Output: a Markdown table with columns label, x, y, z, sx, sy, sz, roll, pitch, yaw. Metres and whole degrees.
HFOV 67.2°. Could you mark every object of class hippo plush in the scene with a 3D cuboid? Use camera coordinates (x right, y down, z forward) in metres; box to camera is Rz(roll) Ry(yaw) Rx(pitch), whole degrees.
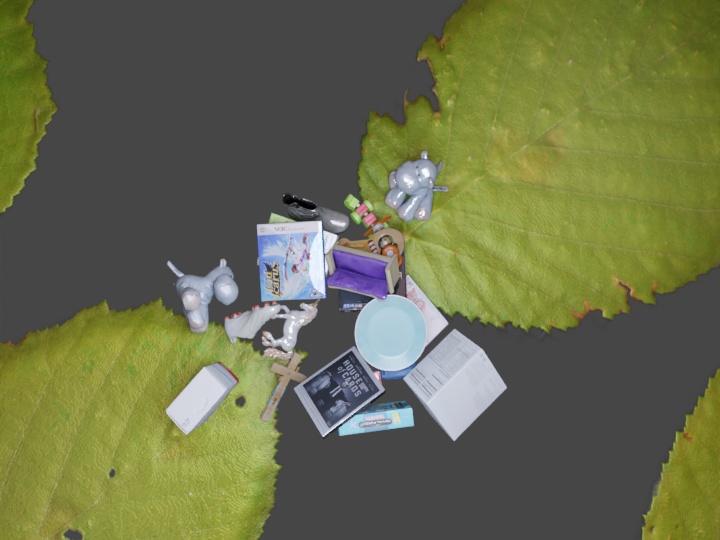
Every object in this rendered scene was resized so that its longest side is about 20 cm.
| label | x | y | z | sx | sy | sz | roll | pitch | yaw |
| --- | --- | --- | --- | --- | --- | --- | --- | --- | --- |
| hippo plush | -0.416 | 0.066 | 1.493 | 0.157 | 0.164 | 0.200 | -20 | 41 | -22 |
| hippo plush | 0.166 | -0.231 | 1.513 | 0.192 | 0.161 | 0.166 | -12 | 83 | -4 |

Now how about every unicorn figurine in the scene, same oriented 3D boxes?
| label | x | y | z | sx | sy | sz | roll | pitch | yaw |
| --- | --- | --- | --- | --- | --- | --- | --- | --- | --- |
| unicorn figurine | -0.198 | 0.151 | 1.513 | 0.133 | 0.074 | 0.207 | 15 | 99 | -1 |

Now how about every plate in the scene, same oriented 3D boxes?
| label | x | y | z | sx | sy | sz | roll | pitch | yaw |
| --- | --- | --- | --- | --- | --- | --- | --- | --- | --- |
| plate | 0.080 | 0.163 | 1.436 | 0.192 | 0.026 | 0.208 | 0 | 100 | 2 |

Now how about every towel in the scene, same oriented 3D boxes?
| label | x | y | z | sx | sy | sz | roll | pitch | yaw |
| --- | --- | --- | --- | --- | --- | --- | --- | --- | --- |
| towel | 0.096 | 0.193 | 1.478 | 0.107 | 0.049 | 0.208 | -6 | 99 | 3 |

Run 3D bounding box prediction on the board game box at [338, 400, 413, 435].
| label | x | y | z | sx | sy | sz | roll | pitch | yaw |
| --- | --- | --- | --- | --- | --- | --- | --- | --- | --- |
| board game box | 0.036 | 0.392 | 1.446 | 0.192 | 0.151 | 0.049 | -6 | 84 | -3 |

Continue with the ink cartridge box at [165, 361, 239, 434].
| label | x | y | z | sx | sy | sz | roll | pitch | yaw |
| --- | --- | --- | --- | --- | --- | --- | --- | --- | --- |
| ink cartridge box | -0.404 | 0.325 | 1.411 | 0.085 | 0.200 | 0.148 | 41 | 83 | 3 |

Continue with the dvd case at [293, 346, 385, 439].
| label | x | y | z | sx | sy | sz | roll | pitch | yaw |
| --- | --- | --- | --- | --- | --- | --- | --- | --- | --- |
| dvd case | -0.054 | 0.309 | 1.394 | 0.197 | 0.025 | 0.151 | -33 | 62 | -15 |

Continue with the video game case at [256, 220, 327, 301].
| label | x | y | z | sx | sy | sz | roll | pitch | yaw |
| --- | --- | --- | --- | --- | --- | --- | --- | --- | --- |
| video game case | -0.183 | -0.026 | 1.452 | 0.174 | 0.045 | 0.209 | -3 | 94 | 2 |

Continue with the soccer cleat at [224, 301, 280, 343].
| label | x | y | z | sx | sy | sz | roll | pitch | yaw |
| --- | --- | --- | --- | --- | --- | --- | --- | --- | --- |
| soccer cleat | -0.290 | 0.141 | 1.480 | 0.195 | 0.069 | 0.080 | -20 | 88 | 27 |

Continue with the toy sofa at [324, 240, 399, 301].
| label | x | y | z | sx | sy | sz | roll | pitch | yaw |
| --- | --- | --- | --- | --- | --- | --- | --- | --- | --- |
| toy sofa | 0.000 | 0.000 | 1.428 | 0.194 | 0.085 | 0.099 | 14 | 49 | 25 |

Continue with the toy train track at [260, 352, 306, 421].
| label | x | y | z | sx | sy | sz | roll | pitch | yaw |
| --- | --- | --- | --- | --- | --- | --- | --- | --- | --- |
| toy train track | -0.222 | 0.318 | 1.502 | 0.113 | 0.032 | 0.205 | 28 | 89 | -31 |

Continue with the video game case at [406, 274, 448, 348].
| label | x | y | z | sx | sy | sz | roll | pitch | yaw |
| --- | --- | --- | --- | --- | --- | --- | --- | --- | --- |
| video game case | 0.123 | 0.149 | 1.542 | 0.199 | 0.024 | 0.183 | -42 | 87 | -7 |

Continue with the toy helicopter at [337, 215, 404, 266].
| label | x | y | z | sx | sy | sz | roll | pitch | yaw |
| --- | --- | --- | --- | --- | --- | --- | --- | --- | --- |
| toy helicopter | 0.027 | -0.078 | 1.494 | 0.192 | 0.079 | 0.138 | -2 | 78 | 15 |

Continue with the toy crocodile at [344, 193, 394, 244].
| label | x | y | z | sx | sy | sz | roll | pitch | yaw |
| --- | --- | --- | --- | --- | --- | --- | --- | --- | --- |
| toy crocodile | 0.030 | -0.138 | 1.553 | 0.067 | 0.062 | 0.201 | -39 | 87 | -6 |

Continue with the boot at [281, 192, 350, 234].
| label | x | y | z | sx | sy | sz | roll | pitch | yaw |
| --- | --- | --- | --- | --- | --- | --- | --- | --- | --- |
| boot | -0.123 | -0.157 | 1.514 | 0.193 | 0.131 | 0.070 | 15 | 83 | 0 |

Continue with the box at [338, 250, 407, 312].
| label | x | y | z | sx | sy | sz | roll | pitch | yaw |
| --- | --- | --- | --- | --- | --- | --- | --- | --- | --- |
| box | 0.034 | 0.031 | 1.527 | 0.192 | 0.044 | 0.167 | -2 | 78 | 3 |

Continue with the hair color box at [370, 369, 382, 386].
| label | x | y | z | sx | sy | sz | roll | pitch | yaw |
| --- | --- | --- | --- | --- | --- | --- | --- | --- | --- |
| hair color box | -0.040 | 0.322 | 1.472 | 0.192 | 0.111 | 0.066 | -11 | 84 | -4 |

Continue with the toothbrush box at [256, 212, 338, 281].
| label | x | y | z | sx | sy | sz | roll | pitch | yaw |
| --- | --- | --- | --- | --- | --- | --- | --- | --- | --- |
| toothbrush box | -0.172 | -0.057 | 1.514 | 0.193 | 0.086 | 0.151 | 17 | 92 | 1 |

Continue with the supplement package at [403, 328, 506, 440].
| label | x | y | z | sx | sy | sz | roll | pitch | yaw |
| --- | --- | --- | --- | --- | --- | --- | --- | --- | --- |
| supplement package | 0.249 | 0.299 | 1.443 | 0.199 | 0.150 | 0.153 | -41 | 115 | -6 |
